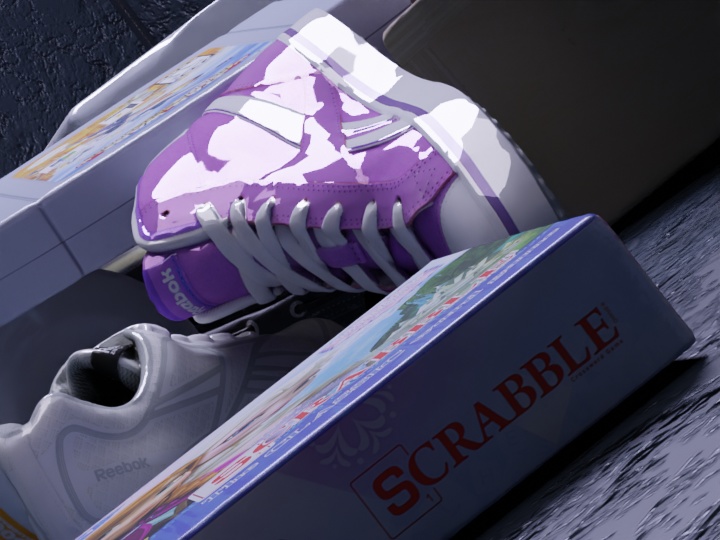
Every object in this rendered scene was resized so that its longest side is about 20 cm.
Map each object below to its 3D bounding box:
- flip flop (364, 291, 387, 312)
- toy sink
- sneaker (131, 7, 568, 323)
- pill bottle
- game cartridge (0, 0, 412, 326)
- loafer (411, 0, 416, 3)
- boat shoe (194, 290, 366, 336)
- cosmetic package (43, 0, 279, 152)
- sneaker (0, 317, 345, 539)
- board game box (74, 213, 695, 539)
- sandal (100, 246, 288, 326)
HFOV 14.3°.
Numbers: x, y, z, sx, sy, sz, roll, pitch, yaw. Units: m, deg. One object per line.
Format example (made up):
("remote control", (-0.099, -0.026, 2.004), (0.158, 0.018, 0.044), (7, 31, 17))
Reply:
("flip flop", (0.038, -0.033, 1.054), (0.081, 0.058, 0.200), (-57, 21, 28))
("toy sink", (0.129, -0.115, 1.008), (0.200, 0.112, 0.130), (-41, 1, 26))
("sneaker", (-0.007, -0.009, 0.930), (0.114, 0.073, 0.200), (-39, 29, -9))
("pill bottle", (-0.143, 0.079, 1.167), (0.112, 0.112, 0.200), (-39, 3, -34))
("game cartridge", (-0.074, -0.046, 1.077), (0.200, 0.042, 0.133), (-34, 8, -13))
("loafer", (0.032, -0.068, 1.237), (0.063, 0.072, 0.200), (-23, -25, 7))
("boat shoe", (0.000, 0.000, 1.136), (0.200, 0.066, 0.070), (-35, 5, 25))
("cosmetic package", (-0.045, -0.049, 1.452), (0.167, 0.166, 0.200), (-38, 3, -12))
("sneaker", (-0.055, 0.047, 0.964), (0.075, 0.081, 0.200), (-38, 1, 26))
("board game box", (-0.027, 0.066, 0.730), (0.200, 0.041, 0.200), (-38, 3, -10))
("sandal", (-0.098, 0.006, 1.218), (0.201, 0.080, 0.057), (-19, 50, 30))
